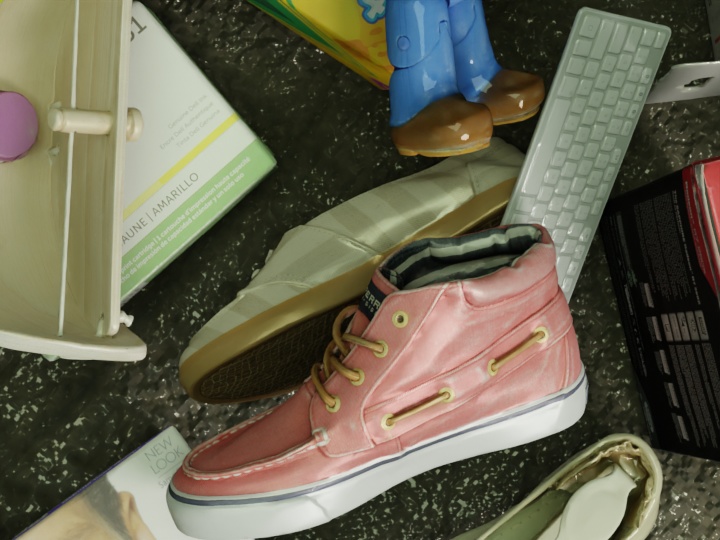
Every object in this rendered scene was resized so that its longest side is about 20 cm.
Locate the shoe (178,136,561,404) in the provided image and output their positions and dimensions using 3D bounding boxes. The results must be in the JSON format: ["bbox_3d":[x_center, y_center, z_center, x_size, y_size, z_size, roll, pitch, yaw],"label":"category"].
[{"bbox_3d":[0.000,0.000,0.897,0.199,0.070,0.054,-28,60,-5],"label":"shoe"}]

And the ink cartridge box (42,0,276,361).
[{"bbox_3d":[-0.156,-0.079,0.902,0.145,0.048,0.200,-41,91,-1],"label":"ink cartridge box"}]

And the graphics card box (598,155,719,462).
[{"bbox_3d":[0.156,0.018,0.823,0.050,0.200,0.126,-14,87,-5],"label":"graphics card box"}]

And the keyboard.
[{"bbox_3d":[0.088,-0.023,0.873,0.056,0.011,0.201,4,113,-40],"label":"keyboard"}]

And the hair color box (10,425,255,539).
[{"bbox_3d":[-0.076,0.186,0.875,0.109,0.065,0.201,-35,87,-15],"label":"hair color box"}]

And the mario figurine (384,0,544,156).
[{"bbox_3d":[0.038,-0.153,0.792,0.105,0.124,0.201,-15,107,0],"label":"mario figurine"}]

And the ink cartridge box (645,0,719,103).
[{"bbox_3d":[0.227,-0.129,0.869,0.198,0.117,0.068,-9,87,-1],"label":"ink cartridge box"}]

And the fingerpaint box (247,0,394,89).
[{"bbox_3d":[0.004,-0.211,0.874,0.166,0.073,0.201,32,88,-15],"label":"fingerpaint box"}]

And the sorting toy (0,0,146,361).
[{"bbox_3d":[-0.184,-0.067,0.790,0.179,0.107,0.202,4,88,-32],"label":"sorting toy"}]

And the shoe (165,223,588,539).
[{"bbox_3d":[0.002,0.046,0.835,0.199,0.071,0.092,-18,114,-10],"label":"shoe"}]

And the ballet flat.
[{"bbox_3d":[0.065,0.143,0.857,0.200,0.069,0.070,-40,89,-21],"label":"ballet flat"}]
